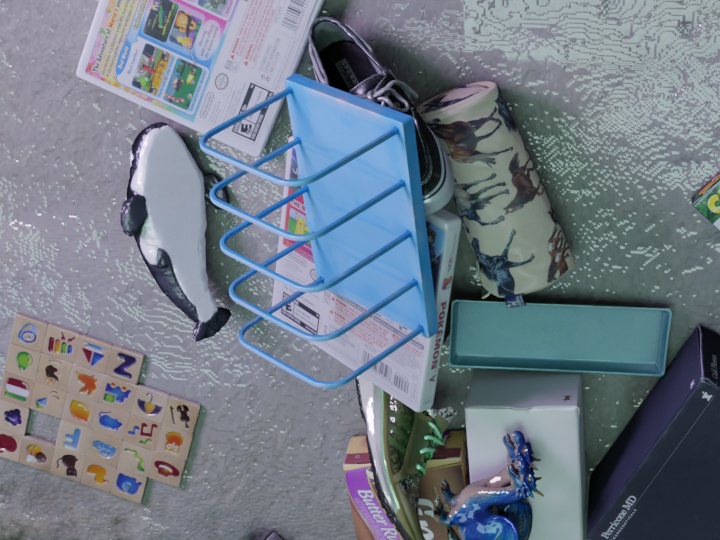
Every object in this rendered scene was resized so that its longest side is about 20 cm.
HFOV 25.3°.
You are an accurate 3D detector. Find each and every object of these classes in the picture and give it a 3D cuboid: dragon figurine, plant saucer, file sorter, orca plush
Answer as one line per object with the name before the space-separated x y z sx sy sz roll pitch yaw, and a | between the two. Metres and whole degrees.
dragon figurine | 0.122 0.240 1.448 0.099 0.059 0.201 1 115 16
plant saucer | 0.180 0.059 1.458 0.198 0.019 0.070 2 115 1
file sorter | -0.036 -0.028 1.281 0.138 0.122 0.201 25 136 41
orca plush | -0.172 -0.039 1.475 0.105 0.071 0.201 -38 115 -23

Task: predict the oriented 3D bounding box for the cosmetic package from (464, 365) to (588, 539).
cosmetic package | 0.158 0.194 1.499 0.107 0.085 0.202 1 114 11

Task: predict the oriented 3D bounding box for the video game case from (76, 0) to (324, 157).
video game case | -0.134 -0.221 1.390 0.181 0.024 0.201 24 117 -1

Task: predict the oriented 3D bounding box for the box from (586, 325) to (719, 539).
box | 0.332 0.187 1.454 0.181 0.104 0.201 28 116 -5

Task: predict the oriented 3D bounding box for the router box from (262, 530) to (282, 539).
router box | -0.067 0.386 1.624 0.200 0.051 0.149 43 116 5

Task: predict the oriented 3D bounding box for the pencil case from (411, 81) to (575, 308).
pencil case | 0.111 -0.070 1.387 0.089 0.078 0.201 -24 110 5

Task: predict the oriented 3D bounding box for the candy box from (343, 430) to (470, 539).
candy box | 0.058 0.257 1.563 0.116 0.057 0.201 -4 115 12

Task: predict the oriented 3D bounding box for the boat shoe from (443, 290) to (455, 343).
boat shoe | 0.040 -0.013 1.429 0.074 0.073 0.201 -15 111 16

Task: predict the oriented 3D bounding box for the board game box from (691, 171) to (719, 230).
board game box | 0.389 -0.091 1.359 0.105 0.024 0.200 40 114 -12

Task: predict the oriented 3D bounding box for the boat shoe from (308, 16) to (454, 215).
boat shoe | 0.013 -0.132 1.317 0.073 0.200 0.068 -26 148 2

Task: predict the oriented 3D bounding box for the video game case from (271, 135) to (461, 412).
video game case | 0.000 0.000 1.394 0.199 0.023 0.184 31 126 38

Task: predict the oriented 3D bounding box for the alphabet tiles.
alphabet tiles | -0.263 0.144 1.593 0.199 0.008 0.168 18 116 1

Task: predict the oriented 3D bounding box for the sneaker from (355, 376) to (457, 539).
sneaker | 0.049 0.152 1.472 0.088 0.077 0.202 -11 79 -2
